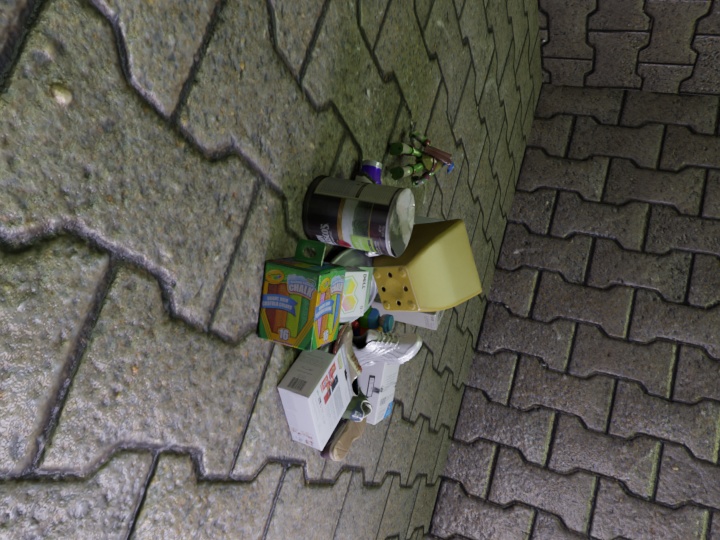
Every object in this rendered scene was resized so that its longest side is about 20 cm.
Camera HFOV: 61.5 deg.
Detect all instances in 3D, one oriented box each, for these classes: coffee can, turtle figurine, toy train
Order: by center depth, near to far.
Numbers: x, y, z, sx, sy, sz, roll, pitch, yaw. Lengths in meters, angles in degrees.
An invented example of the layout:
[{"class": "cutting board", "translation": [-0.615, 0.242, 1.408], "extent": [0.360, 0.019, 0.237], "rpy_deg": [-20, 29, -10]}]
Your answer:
[{"class": "coffee can", "translation": [-0.002, -0.118, 1.289], "extent": [0.146, 0.199, 0.147], "rpy_deg": [11, 90, -67]}, {"class": "toy train", "translation": [0.038, 0.182, 1.647], "extent": [0.085, 0.115, 0.201], "rpy_deg": [-56, 149, -42]}, {"class": "turtle figurine", "translation": [0.144, -0.314, 1.715], "extent": [0.193, 0.200, 0.144], "rpy_deg": [-12, 136, -45]}]

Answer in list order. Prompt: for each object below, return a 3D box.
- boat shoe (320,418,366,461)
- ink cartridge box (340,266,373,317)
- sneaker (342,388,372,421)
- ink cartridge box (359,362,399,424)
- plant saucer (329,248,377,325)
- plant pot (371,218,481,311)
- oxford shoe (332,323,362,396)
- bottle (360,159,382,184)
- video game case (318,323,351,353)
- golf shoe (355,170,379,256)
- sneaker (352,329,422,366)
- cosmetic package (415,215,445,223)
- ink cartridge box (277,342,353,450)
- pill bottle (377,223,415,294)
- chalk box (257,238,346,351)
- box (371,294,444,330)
[{"class": "boat shoe", "translation": [-0.046, 0.440, 1.644], "extent": [0.200, 0.065, 0.072], "rpy_deg": [-47, 125, -54]}, {"class": "ink cartridge box", "translation": [-0.040, 0.047, 1.349], "extent": [0.199, 0.059, 0.104], "rpy_deg": [0, 102, -37]}, {"class": "sneaker", "translation": [-0.009, 0.365, 1.626], "extent": [0.200, 0.090, 0.067], "rpy_deg": [6, 105, -77]}, {"class": "ink cartridge box", "translation": [0.047, 0.333, 1.786], "extent": [0.146, 0.084, 0.201], "rpy_deg": [3, 97, -68]}, {"class": "plant saucer", "translation": [-0.015, 0.045, 1.450], "extent": [0.200, 0.050, 0.201], "rpy_deg": [-22, 124, -37]}, {"class": "plant pot", "translation": [0.142, 0.007, 1.463], "extent": [0.200, 0.195, 0.195], "rpy_deg": [-31, 109, -41]}, {"class": "oxford shoe", "translation": [-0.025, 0.223, 1.502], "extent": [0.070, 0.074, 0.201], "rpy_deg": [-44, 143, -52]}, {"class": "bottle", "translation": [0.008, -0.164, 1.456], "extent": [0.083, 0.065, 0.201], "rpy_deg": [13, 88, -38]}, {"class": "video game case", "translation": [-0.062, 0.238, 1.558], "extent": [0.182, 0.023, 0.201], "rpy_deg": [-57, 149, -42]}, {"class": "golf shoe", "translation": [0.024, -0.128, 1.388], "extent": [0.088, 0.077, 0.201], "rpy_deg": [-28, 106, -15]}, {"class": "sneaker", "translation": [0.056, 0.189, 1.547], "extent": [0.078, 0.199, 0.100], "rpy_deg": [-87, 156, -46]}, {"class": "cosmetic package", "translation": [0.166, -0.044, 1.777], "extent": [0.200, 0.166, 0.168], "rpy_deg": [58, 48, -61]}, {"class": "ink cartridge box", "translation": [-0.098, 0.282, 1.408], "extent": [0.176, 0.083, 0.201], "rpy_deg": [-54, 148, -42]}, {"class": "pill bottle", "translation": [0.081, -0.038, 1.621], "extent": [0.113, 0.112, 0.201], "rpy_deg": [49, 49, -63]}, {"class": "chalk box", "translation": [-0.113, 0.040, 1.204], "extent": [0.124, 0.124, 0.201], "rpy_deg": [-15, 113, -66]}, {"class": "box", "translation": [0.135, 0.100, 1.729], "extent": [0.069, 0.199, 0.082], "rpy_deg": [77, 32, -45]}]
